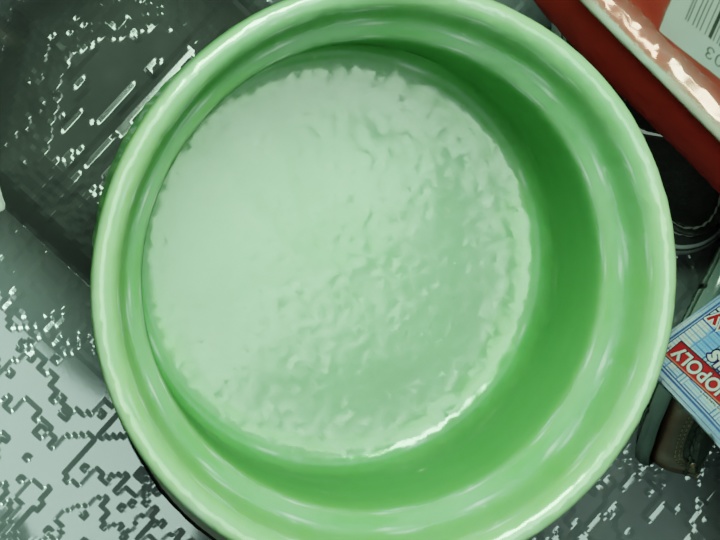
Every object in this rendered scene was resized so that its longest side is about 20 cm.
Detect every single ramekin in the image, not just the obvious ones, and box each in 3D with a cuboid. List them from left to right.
[{"bbox_3d":[0.000,0.000,0.960,0.199,0.098,0.201,-1,96,-12],"label":"ramekin"}]

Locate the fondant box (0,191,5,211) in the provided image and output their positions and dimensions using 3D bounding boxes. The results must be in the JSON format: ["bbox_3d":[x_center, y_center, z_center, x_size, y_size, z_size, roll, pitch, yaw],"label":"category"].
[{"bbox_3d":[-0.228,-0.057,0.914,0.144,0.200,0.058,-27,131,-20],"label":"fondant box"}]

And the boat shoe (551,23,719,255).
[{"bbox_3d":[0.113,-0.102,1.067,0.070,0.066,0.201,-10,98,-12],"label":"boat shoe"}]

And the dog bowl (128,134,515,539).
[{"bbox_3d":[0.007,0.027,1.052,0.200,0.074,0.201,-2,97,-13],"label":"dog bowl"}]

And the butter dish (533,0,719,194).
[{"bbox_3d":[0.182,-0.123,0.964,0.200,0.200,0.148,47,49,14],"label":"butter dish"}]

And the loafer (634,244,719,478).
[{"bbox_3d":[0.173,-0.005,1.082,0.063,0.072,0.200,25,87,12],"label":"loafer"}]

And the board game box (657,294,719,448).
[{"bbox_3d":[0.196,0.040,1.049,0.200,0.062,0.200,-26,144,-21],"label":"board game box"}]
